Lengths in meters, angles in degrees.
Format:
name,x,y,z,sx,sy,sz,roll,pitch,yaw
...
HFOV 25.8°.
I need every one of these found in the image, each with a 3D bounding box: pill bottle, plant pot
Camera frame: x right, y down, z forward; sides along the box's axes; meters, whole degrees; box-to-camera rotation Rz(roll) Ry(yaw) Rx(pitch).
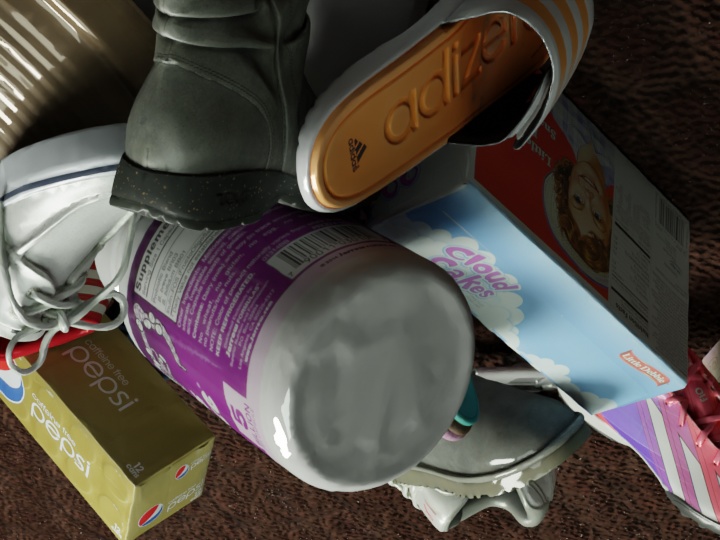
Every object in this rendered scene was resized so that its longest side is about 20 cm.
name,x,y,z,sx,sy,sz,roll,pitch,yaw
pill bottle,-0.046,0.015,0.746,0.199,0.113,0.112,30,167,49
plant pot,-0.182,-0.102,0.745,0.200,0.093,0.201,35,165,11

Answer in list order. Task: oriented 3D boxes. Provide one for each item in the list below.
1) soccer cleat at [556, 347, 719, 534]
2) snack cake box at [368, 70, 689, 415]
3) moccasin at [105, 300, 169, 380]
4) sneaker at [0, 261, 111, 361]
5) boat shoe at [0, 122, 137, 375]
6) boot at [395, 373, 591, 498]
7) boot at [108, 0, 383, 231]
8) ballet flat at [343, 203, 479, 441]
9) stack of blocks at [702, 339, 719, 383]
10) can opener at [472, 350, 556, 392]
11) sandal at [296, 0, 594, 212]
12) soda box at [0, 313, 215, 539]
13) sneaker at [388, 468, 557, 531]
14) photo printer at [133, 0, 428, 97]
name,x,y,z,sx,sy,sz,roll,pitch,yaw
soccer cleat,0.196,0.089,0.933,0.200,0.068,0.074,40,139,36
snack cake box,0.096,-0.024,0.837,0.067,0.116,0.200,-21,133,36
moccasin,-0.129,0.045,1.029,0.080,0.069,0.200,22,143,-16
sneaker,-0.234,-0.021,0.925,0.198,0.117,0.079,18,144,-11
boat shoe,-0.151,0.004,0.724,0.201,0.087,0.074,-25,163,40
boot,0.023,0.029,0.890,0.181,0.072,0.202,-12,108,51
boot,-0.032,-0.093,0.675,0.067,0.200,0.132,16,104,22
ballet flat,0.000,0.000,0.820,0.071,0.202,0.069,-23,169,20
stack of blocks,0.273,0.087,0.993,0.114,0.059,0.201,16,144,-7
can opener,0.047,0.080,1.008,0.198,0.067,0.053,4,158,-21
sandal,0.056,-0.082,0.696,0.059,0.207,0.080,25,142,32
soda box,-0.178,0.068,0.977,0.200,0.064,0.068,44,142,22
sneaker,0.043,0.124,1.066,0.197,0.100,0.078,9,145,2
photo printer,-0.043,-0.158,0.729,0.164,0.070,0.201,14,144,-4
